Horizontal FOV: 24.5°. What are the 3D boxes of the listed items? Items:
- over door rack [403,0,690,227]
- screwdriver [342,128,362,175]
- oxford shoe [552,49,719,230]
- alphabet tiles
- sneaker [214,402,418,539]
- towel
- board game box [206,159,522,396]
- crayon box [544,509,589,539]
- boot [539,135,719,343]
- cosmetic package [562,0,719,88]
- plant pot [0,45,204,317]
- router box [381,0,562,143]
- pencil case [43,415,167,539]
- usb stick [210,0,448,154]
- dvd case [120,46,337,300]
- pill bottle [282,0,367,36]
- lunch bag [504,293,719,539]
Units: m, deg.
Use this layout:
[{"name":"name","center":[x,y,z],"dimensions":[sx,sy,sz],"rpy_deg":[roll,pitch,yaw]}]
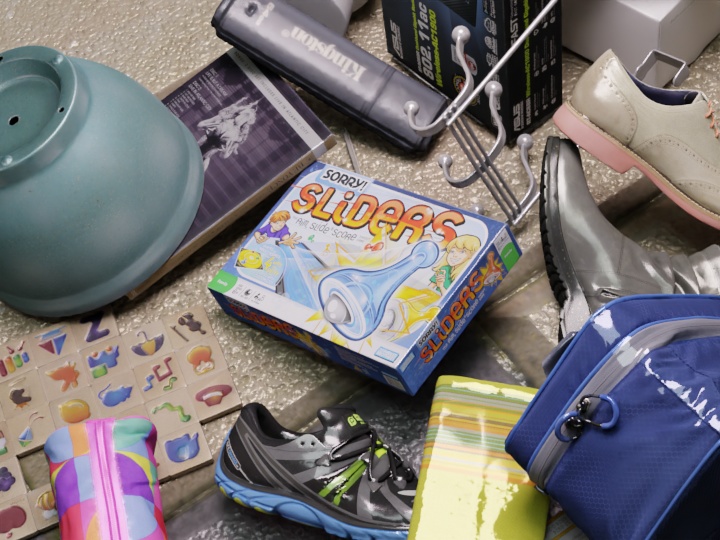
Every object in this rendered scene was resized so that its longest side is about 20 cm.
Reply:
[{"name":"over door rack","center":[0.133,-0.136,1.214],"dimensions":[0.200,0.148,0.067],"rpy_deg":[-41,50,-1]},{"name":"screwdriver","center":[0.013,-0.042,1.273],"dimensions":[0.029,0.028,0.201],"rpy_deg":[-1,46,-11]},{"name":"oxford shoe","center":[0.238,-0.084,1.175],"dimensions":[0.199,0.074,0.071],"rpy_deg":[28,18,-12]},{"name":"alphabet tiles","center":[-0.193,0.098,1.218],"dimensions":[0.199,0.008,0.168],"rpy_deg":[-22,53,-5]},{"name":"sneaker","center":[-0.004,0.133,1.104],"dimensions":[0.199,0.071,0.083],"rpy_deg":[12,90,21]},{"name":"towel","center":[0.074,0.157,1.046],"dimensions":[0.086,0.018,0.201],"rpy_deg":[9,54,7]},{"name":"board game box","center":[0.000,0.000,1.198],"dimensions":[0.200,0.035,0.136],"rpy_deg":[20,63,41]},{"name":"crayon box","center":[0.156,0.247,1.014],"dimensions":[0.125,0.052,0.200],"rpy_deg":[-33,54,-13]},{"name":"boot","center":[0.197,-0.004,1.170],"dimensions":[0.130,0.068,0.201],"rpy_deg":[-8,74,1]},{"name":"cosmetic package","center":[0.190,-0.240,1.340],"dimensions":[0.200,0.085,0.108],"rpy_deg":[31,62,29]},{"name":"plant pot","center":[-0.236,-0.084,1.257],"dimensions":[0.199,0.134,0.201],"rpy_deg":[-12,55,17]},{"name":"router box","center":[0.081,-0.215,1.269],"dimensions":[0.062,0.200,0.150],"rpy_deg":[-35,55,-20]},{"name":"pencil case","center":[-0.159,0.191,1.093],"dimensions":[0.088,0.089,0.201],"rpy_deg":[-16,55,-1]},{"name":"usb stick","center":[-0.024,-0.160,1.311],"dimensions":[0.200,0.033,0.056],"rpy_deg":[31,78,3]},{"name":"dvd case","center":[-0.134,-0.083,1.307],"dimensions":[0.200,0.016,0.149],"rpy_deg":[-38,50,-3]},{"name":"pill bottle","center":[-0.031,-0.285,1.399],"dimensions":[0.110,0.111,0.201],"rpy_deg":[4,55,14]},{"name":"lunch bag","center":[0.182,0.093,1.022],"dimensions":[0.132,0.200,0.136],"rpy_deg":[45,114,30]}]
